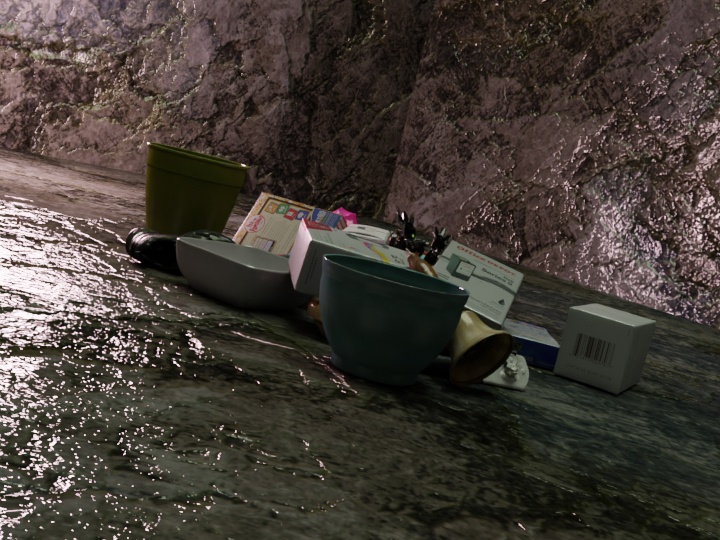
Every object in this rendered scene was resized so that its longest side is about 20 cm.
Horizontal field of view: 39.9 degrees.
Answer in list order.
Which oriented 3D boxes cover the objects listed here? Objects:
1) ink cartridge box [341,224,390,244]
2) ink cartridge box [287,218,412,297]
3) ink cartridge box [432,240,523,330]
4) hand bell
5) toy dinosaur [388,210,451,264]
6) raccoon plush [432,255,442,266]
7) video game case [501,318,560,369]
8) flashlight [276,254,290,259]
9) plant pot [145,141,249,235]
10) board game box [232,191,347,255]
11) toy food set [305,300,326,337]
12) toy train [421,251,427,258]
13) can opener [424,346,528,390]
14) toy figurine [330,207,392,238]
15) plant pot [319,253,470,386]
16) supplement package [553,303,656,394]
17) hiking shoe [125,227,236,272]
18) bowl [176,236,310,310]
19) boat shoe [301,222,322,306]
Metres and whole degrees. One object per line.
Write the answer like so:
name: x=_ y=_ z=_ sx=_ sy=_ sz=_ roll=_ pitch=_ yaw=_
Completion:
ink cartridge box: x=0.000 y=0.000 z=1.746 sx=0.083 sy=0.149 sz=0.200 roll=11 pitch=6 yaw=4
ink cartridge box: x=-0.003 y=0.001 z=1.502 sx=0.197 sy=0.087 sz=0.148 roll=15 pitch=12 yaw=-14
ink cartridge box: x=0.174 y=0.047 z=1.633 sx=0.144 sy=0.085 sz=0.200 roll=26 pitch=29 yaw=8
hand bell: x=0.119 y=0.052 z=1.389 sx=0.103 sy=0.105 sz=0.201 roll=8 pitch=38 yaw=-44
toy dinosaur: x=0.088 y=-0.017 z=1.733 sx=0.101 sy=0.137 sz=0.202 roll=7 pitch=42 yaw=-31
raccoon plush: x=0.133 y=0.016 z=1.844 sx=0.132 sy=0.098 sz=0.200 roll=-27 pitch=2 yaw=7
video game case: x=0.243 y=0.115 z=1.754 sx=0.196 sy=0.046 sz=0.181 roll=14 pitch=8 yaw=0
flashlight: x=-0.206 y=-0.011 z=1.787 sx=0.196 sy=0.069 sz=0.068 roll=12 pitch=-26 yaw=14
plant pot: x=-0.326 y=-0.125 z=1.881 sx=0.197 sy=0.197 sz=0.200 roll=13 pitch=6 yaw=-2
board game box: x=-0.145 y=-0.062 z=1.942 sx=0.197 sy=0.153 sz=0.047 roll=18 pitch=-26 yaw=28
toy food set: x=0.020 y=0.087 z=1.497 sx=0.197 sy=0.050 sz=0.198 roll=15 pitch=7 yaw=13
toy train: x=0.163 y=0.024 z=1.932 sx=0.148 sy=0.056 sz=0.201 roll=-1 pitch=-41 yaw=32
can opener: x=0.154 y=0.136 z=1.428 sx=0.197 sy=0.054 sz=0.066 roll=14 pitch=-28 yaw=-20
toy figurine: x=-0.012 y=-0.055 z=2.059 sx=0.182 sy=0.152 sz=0.199 roll=28 pitch=-21 yaw=-20
plant pot: x=0.031 y=0.069 z=1.291 sx=0.197 sy=0.137 sz=0.200 roll=14 pitch=6 yaw=-1
supplement package: x=0.420 y=0.130 z=1.694 sx=0.115 sy=0.120 sz=0.199 roll=16 pitch=7 yaw=26
hiking shoe: x=-0.299 y=-0.024 z=1.698 sx=0.196 sy=0.077 sz=0.101 roll=1 pitch=20 yaw=-23
bowl: x=-0.183 y=0.010 z=1.592 sx=0.198 sy=0.076 sz=0.198 roll=18 pitch=8 yaw=36
boat shoe: x=-0.085 y=-0.014 z=1.731 sx=0.070 sy=0.071 sz=0.201 roll=-25 pitch=23 yaw=20
